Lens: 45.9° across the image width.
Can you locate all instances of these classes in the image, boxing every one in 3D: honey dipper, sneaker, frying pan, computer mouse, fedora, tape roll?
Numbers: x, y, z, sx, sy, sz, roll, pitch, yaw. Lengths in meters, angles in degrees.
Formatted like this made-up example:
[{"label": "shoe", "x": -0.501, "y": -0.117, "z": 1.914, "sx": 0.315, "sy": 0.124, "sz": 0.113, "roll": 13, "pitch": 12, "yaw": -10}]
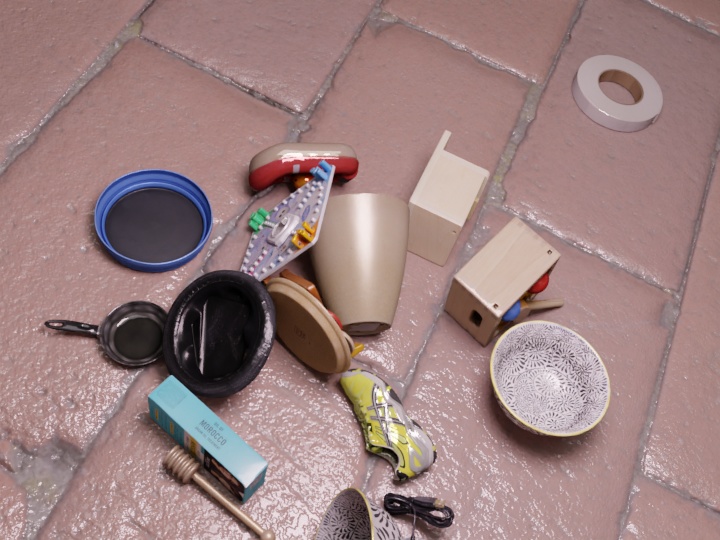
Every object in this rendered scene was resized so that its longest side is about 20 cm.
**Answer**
[{"label": "honey dipper", "x": -0.204, "y": 0.331, "z": 1.235, "sx": 0.200, "sy": 0.038, "sz": 0.038, "roll": 39, "pitch": 58, "yaw": 10}, {"label": "sneaker", "x": 0.031, "y": 0.236, "z": 1.325, "sx": 0.076, "sy": 0.076, "sz": 0.200, "roll": -33, "pitch": 68, "yaw": -29}, {"label": "frying pan", "x": -0.388, "y": 0.110, "z": 1.337, "sx": 0.189, "sy": 0.031, "sz": 0.116, "roll": -15, "pitch": 62, "yaw": -17}, {"label": "computer mouse", "x": 0.073, "y": 0.425, "z": 1.226, "sx": 0.109, "sy": 0.044, "sz": 0.201, "roll": 2, "pitch": 59, "yaw": 17}, {"label": "fedora", "x": -0.211, "y": 0.105, "z": 1.330, "sx": 0.199, "sy": 0.092, "sz": 0.202, "roll": -3, "pitch": 70, "yaw": 8}, {"label": "tape roll", "x": 0.566, "y": -0.391, "z": 1.873, "sx": 0.201, "sy": 0.037, "sz": 0.204, "roll": 6, "pitch": 56, "yaw": -9}]

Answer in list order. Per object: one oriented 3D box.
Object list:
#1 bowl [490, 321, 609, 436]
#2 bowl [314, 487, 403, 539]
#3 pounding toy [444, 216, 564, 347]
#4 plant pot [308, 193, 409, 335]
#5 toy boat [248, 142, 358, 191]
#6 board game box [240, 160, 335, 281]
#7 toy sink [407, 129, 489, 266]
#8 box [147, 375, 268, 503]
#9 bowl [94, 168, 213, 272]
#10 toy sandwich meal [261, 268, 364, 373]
[{"label": "bowl", "x": 0.295, "y": 0.192, "z": 1.391, "sx": 0.199, "sy": 0.094, "sz": 0.202, "roll": 6, "pitch": 57, "yaw": -9}, {"label": "bowl", "x": 0.009, "y": 0.406, "z": 1.155, "sx": 0.094, "sy": 0.201, "sz": 0.202, "roll": 18, "pitch": 54, "yaw": -20}, {"label": "pounding toy", "x": 0.260, "y": 0.034, "z": 1.459, "sx": 0.184, "sy": 0.200, "sz": 0.142, "roll": -42, "pitch": 74, "yaw": -16}, {"label": "plant pot", "x": 0.000, "y": 0.000, "z": 1.423, "sx": 0.186, "sy": 0.187, "sz": 0.202, "roll": -1, "pitch": 72, "yaw": -13}, {"label": "toy boat", "x": -0.102, "y": -0.158, "z": 1.537, "sx": 0.198, "sy": 0.130, "sz": 0.132, "roll": -2, "pitch": 87, "yaw": -14}, {"label": "board game box", "x": -0.132, "y": -0.072, "z": 1.400, "sx": 0.026, "sy": 0.199, "sz": 0.201, "roll": 40, "pitch": 36, "yaw": -26}, {"label": "toy sink", "x": 0.158, "y": -0.133, "z": 1.559, "sx": 0.111, "sy": 0.131, "sz": 0.201, "roll": 25, "pitch": 55, "yaw": 4}, {"label": "box", "x": -0.226, "y": 0.249, "z": 1.254, "sx": 0.200, "sy": 0.082, "sz": 0.049, "roll": 39, "pitch": 59, "yaw": 14}, {"label": "bowl", "x": -0.355, "y": -0.085, "z": 1.465, "sx": 0.199, "sy": 0.039, "sz": 0.202, "roll": 6, "pitch": 56, "yaw": -9}, {"label": "toy sandwich meal", "x": -0.075, "y": 0.076, "z": 1.341, "sx": 0.205, "sy": 0.206, "sz": 0.070, "roll": 41, "pitch": 61, "yaw": 15}]
